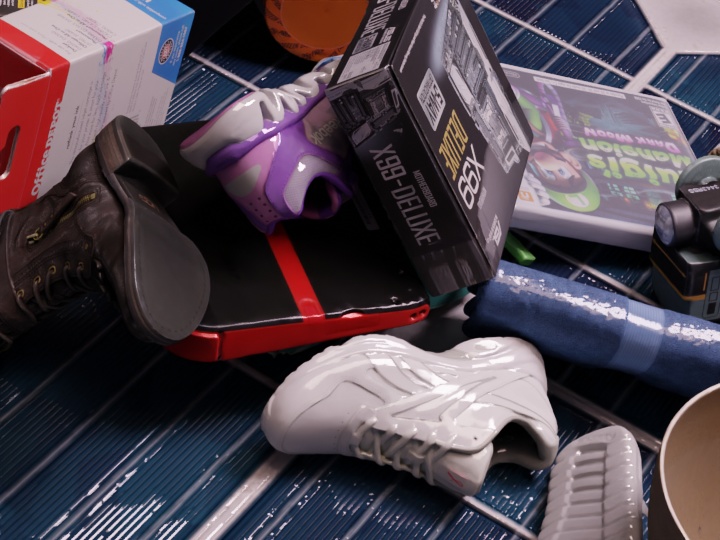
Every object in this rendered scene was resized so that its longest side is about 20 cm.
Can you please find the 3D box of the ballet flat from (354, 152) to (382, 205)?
[{"bbox_3d":[-0.054,-0.034,1.328,0.200,0.071,0.071,-23,53,-27],"label":"ballet flat"}]

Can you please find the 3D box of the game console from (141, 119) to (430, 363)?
[{"bbox_3d":[-0.068,-0.027,1.257,0.176,0.031,0.200,-7,48,-23],"label":"game console"}]

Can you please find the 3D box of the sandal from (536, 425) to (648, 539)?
[{"bbox_3d":[0.145,0.170,1.171,0.050,0.082,0.203,53,34,-22],"label":"sandal"}]

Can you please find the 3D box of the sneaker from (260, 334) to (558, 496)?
[{"bbox_3d":[0.039,0.096,1.209,0.199,0.078,0.100,-5,48,-21],"label":"sneaker"}]

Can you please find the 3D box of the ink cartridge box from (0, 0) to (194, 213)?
[{"bbox_3d":[-0.208,-0.119,1.324,0.067,0.116,0.200,33,35,19],"label":"ink cartridge box"}]

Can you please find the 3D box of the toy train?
[{"bbox_3d":[0.296,-0.026,1.380,0.199,0.114,0.085,-10,37,-19],"label":"toy train"}]

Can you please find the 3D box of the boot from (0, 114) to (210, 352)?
[{"bbox_3d":[-0.184,0.012,1.188,0.069,0.174,0.200,41,20,-38],"label":"boot"}]

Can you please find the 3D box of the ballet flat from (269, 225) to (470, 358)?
[{"bbox_3d":[0.000,0.000,1.308,0.200,0.076,0.064,-16,38,-34],"label":"ballet flat"}]

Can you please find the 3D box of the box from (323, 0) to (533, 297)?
[{"bbox_3d":[0.050,-0.101,1.277,0.050,0.158,0.200,-18,24,23],"label":"box"}]

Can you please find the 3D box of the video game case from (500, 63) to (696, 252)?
[{"bbox_3d":[0.172,-0.085,1.461,0.199,0.023,0.182,10,40,-24],"label":"video game case"}]

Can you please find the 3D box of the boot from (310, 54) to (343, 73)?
[{"bbox_3d":[-0.045,-0.101,1.386,0.073,0.096,0.200,37,46,24],"label":"boot"}]

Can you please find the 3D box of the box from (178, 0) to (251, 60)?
[{"bbox_3d":[-0.106,-0.291,1.465,0.104,0.200,0.182,37,29,-31],"label":"box"}]

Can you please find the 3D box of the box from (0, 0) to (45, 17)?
[{"bbox_3d":[-0.264,-0.236,1.511,0.159,0.049,0.200,2,42,-11],"label":"box"}]

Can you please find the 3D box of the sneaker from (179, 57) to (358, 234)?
[{"bbox_3d":[-0.031,-0.078,1.249,0.089,0.080,0.200,56,35,2],"label":"sneaker"}]

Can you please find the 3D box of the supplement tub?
[{"bbox_3d":[-0.027,-0.263,1.553,0.122,0.123,0.200,8,41,-8],"label":"supplement tub"}]

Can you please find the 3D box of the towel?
[{"bbox_3d":[0.165,0.043,1.285,0.199,0.112,0.049,17,83,-2],"label":"towel"}]

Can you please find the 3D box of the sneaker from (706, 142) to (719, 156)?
[{"bbox_3d":[0.375,-0.068,1.494,0.200,0.071,0.112,29,46,19],"label":"sneaker"}]

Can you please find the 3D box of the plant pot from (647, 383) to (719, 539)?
[{"bbox_3d":[0.252,0.179,1.131,0.200,0.135,0.201,8,41,-7],"label":"plant pot"}]

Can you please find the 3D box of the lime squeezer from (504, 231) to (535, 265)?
[{"bbox_3d":[0.061,-0.090,1.415,0.070,0.038,0.200,-7,57,-32],"label":"lime squeezer"}]
